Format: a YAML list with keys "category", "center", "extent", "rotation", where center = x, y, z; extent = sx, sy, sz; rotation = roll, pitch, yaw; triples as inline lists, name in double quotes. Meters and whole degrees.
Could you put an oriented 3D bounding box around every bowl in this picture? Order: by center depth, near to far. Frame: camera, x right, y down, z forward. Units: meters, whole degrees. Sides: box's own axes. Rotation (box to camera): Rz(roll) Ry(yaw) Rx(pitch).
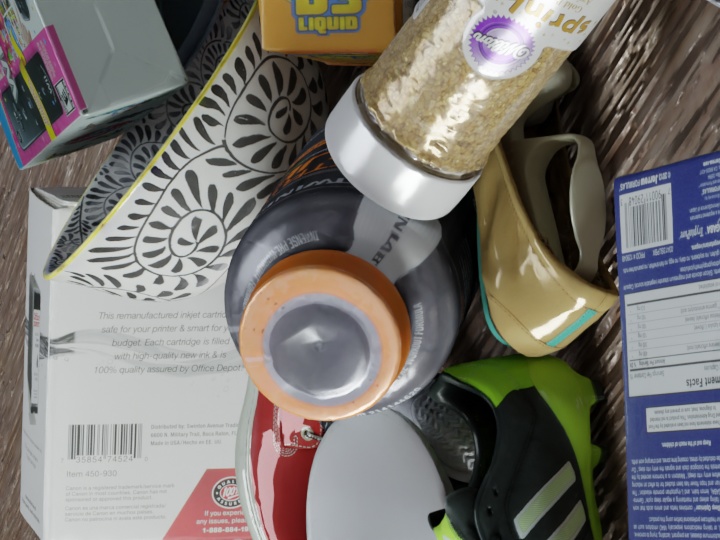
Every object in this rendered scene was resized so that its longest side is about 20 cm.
- category: "bowl"
  center: [-0.075, -0.051, 1.595]
  extent: [0.201, 0.094, 0.201]
  rotation: [-51, 12, 15]

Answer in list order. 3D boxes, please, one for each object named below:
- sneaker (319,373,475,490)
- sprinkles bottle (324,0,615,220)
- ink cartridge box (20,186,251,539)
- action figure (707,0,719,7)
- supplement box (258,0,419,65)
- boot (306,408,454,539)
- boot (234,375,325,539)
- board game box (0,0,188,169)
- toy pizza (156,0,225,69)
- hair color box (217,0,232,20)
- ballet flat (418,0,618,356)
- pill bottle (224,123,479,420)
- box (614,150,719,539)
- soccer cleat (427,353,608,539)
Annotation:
- category: "sneaker"
  center: [0.008, 0.089, 1.449]
  extent: [0.200, 0.075, 0.114]
  rotation: [34, 126, 48]
- category: "sprinkles bottle"
  center: [0.063, -0.111, 1.246]
  extent: [0.200, 0.068, 0.068]
  rotation: [-52, 39, 32]
- category: "ink cartridge box"
  center: [-0.119, 0.052, 1.739]
  extent: [0.083, 0.147, 0.200]
  rotation: [-150, 62, -70]
- category: "action figure"
  center: [0.085, -0.158, 1.137]
  extent: [0.200, 0.069, 0.130]
  rotation: [25, 106, 28]
- category: "supplement box"
  center: [-0.002, -0.130, 1.400]
  extent: [0.200, 0.067, 0.069]
  rotation: [-4, -86, -82]
- category: "boot"
  center: [0.038, 0.162, 1.355]
  extent: [0.096, 0.074, 0.200]
  rotation: [23, -131, -65]
- category: "boot"
  center: [-0.011, 0.066, 1.553]
  extent: [0.144, 0.072, 0.200]
  rotation: [152, 119, -67]
- category: "board game box"
  center: [-0.165, -0.142, 1.587]
  extent: [0.148, 0.064, 0.200]
  rotation: [68, 165, 0]
- category: "toy pizza"
  center: [-0.099, -0.194, 1.635]
  extent: [0.200, 0.032, 0.200]
  rotation: [-22, 65, 59]
- category: "hair color box"
  center: [-0.066, -0.247, 1.700]
  extent: [0.200, 0.064, 0.111]
  rotation: [-112, 29, -42]
- category: "ballet flat"
  center: [0.077, -0.060, 1.332]
  extent: [0.063, 0.069, 0.200]
  rotation: [-29, 63, 37]
- category: "pill bottle"
  center: [0.000, 0.000, 1.345]
  extent: [0.200, 0.106, 0.106]
  rotation: [-62, -20, -69]
- category: "box"
  center: [0.140, 0.056, 1.177]
  extent: [0.121, 0.032, 0.200]
  rotation: [168, 102, -71]
- category: "soccer cleat"
  center: [0.074, 0.131, 1.293]
  extent: [0.068, 0.081, 0.200]
  rotation: [127, 138, -60]
